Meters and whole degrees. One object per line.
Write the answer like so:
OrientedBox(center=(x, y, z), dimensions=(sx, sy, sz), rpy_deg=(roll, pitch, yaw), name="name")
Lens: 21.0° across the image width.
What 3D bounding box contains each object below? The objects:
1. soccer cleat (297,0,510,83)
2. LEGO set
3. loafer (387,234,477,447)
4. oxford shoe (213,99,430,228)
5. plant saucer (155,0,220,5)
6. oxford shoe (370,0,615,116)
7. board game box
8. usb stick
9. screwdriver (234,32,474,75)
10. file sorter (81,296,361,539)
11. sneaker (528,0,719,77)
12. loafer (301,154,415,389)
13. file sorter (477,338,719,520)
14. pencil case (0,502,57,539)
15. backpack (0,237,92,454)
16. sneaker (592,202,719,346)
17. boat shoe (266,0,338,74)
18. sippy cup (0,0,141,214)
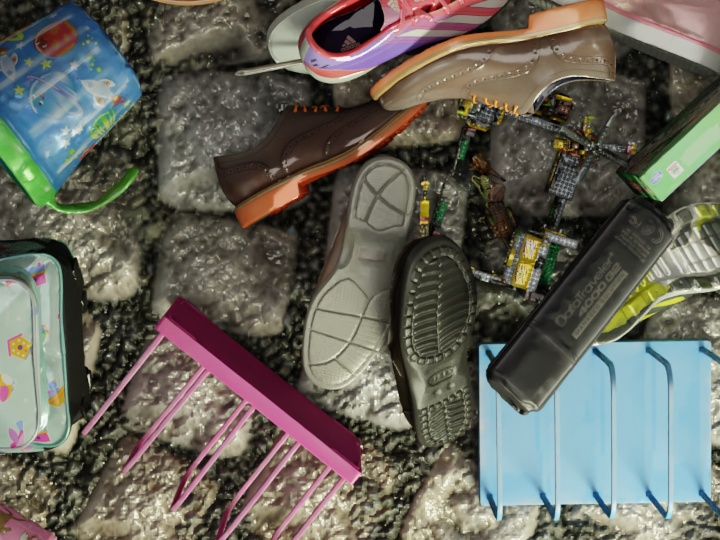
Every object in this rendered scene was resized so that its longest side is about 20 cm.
OrientedBox(center=(0.043, -0.209, 1.523), dimensions=(0.199, 0.073, 0.069), rpy_deg=(-25, 84, 1), name="soccer cleat")
OrientedBox(center=(0.123, -0.058, 1.588), dimensions=(0.153, 0.116, 0.201), rpy_deg=(25, 94, -3), name="LEGO set")
OrientedBox(center=(0.047, 0.052, 1.586), dimensions=(0.073, 0.071, 0.201), rpy_deg=(-18, 127, -24), name="loafer")
OrientedBox(center=(-0.030, -0.114, 1.607), dimensions=(0.199, 0.071, 0.073), rpy_deg=(-31, 89, 2), name="oxford shoe")
OrientedBox(center=(-0.143, -0.320, 1.605), dimensions=(0.199, 0.032, 0.202), rpy_deg=(0, 94, -1), name="plant saucer")
OrientedBox(center=(0.106, -0.154, 1.543), dimensions=(0.199, 0.071, 0.073), rpy_deg=(-16, 89, 13), name="oxford shoe")
OrientedBox(center=(0.299, -0.136, 1.577), dimensions=(0.200, 0.135, 0.029), rpy_deg=(-42, 94, 3), name="board game box")
OrientedBox(center=(0.175, 0.027, 1.541), dimensions=(0.055, 0.033, 0.200), rpy_deg=(41, 76, -3), name="usb stick")
OrientedBox(center=(-0.005, -0.180, 1.575), dimensions=(0.199, 0.029, 0.028), rpy_deg=(-9, 127, -3), name="screwdriver")
OrientedBox(center=(-0.114, 0.138, 1.591), dimensions=(0.200, 0.139, 0.126), rpy_deg=(39, 95, -4), name="file sorter")
OrientedBox(center=(0.224, -0.242, 1.598), dimensions=(0.199, 0.075, 0.105), rpy_deg=(21, 93, -6), name="sneaker")
OrientedBox(center=(0.000, 0.000, 1.624), dimensions=(0.071, 0.063, 0.201), rpy_deg=(16, 98, -8), name="loafer")
OrientedBox(center=(0.201, 0.135, 1.604), dimensions=(0.199, 0.123, 0.140), rpy_deg=(-1, 95, -1), name="file sorter")
OrientedBox(center=(-0.355, 0.207, 1.619), dimensions=(0.199, 0.083, 0.087), rpy_deg=(31, 111, -3), name="pencil case")
OrientedBox(center=(-0.333, 0.066, 1.578), dimensions=(0.199, 0.153, 0.177), rpy_deg=(-1, 100, 7), name="backpack")
OrientedBox(center=(0.238, 0.002, 1.621), dimensions=(0.199, 0.085, 0.075), rpy_deg=(-24, 89, -18), name="sneaker")
OrientedBox(center=(0.015, -0.221, 1.602), dimensions=(0.199, 0.064, 0.071), rpy_deg=(-19, 127, -4), name="boat shoe")
OrientedBox(center=(-0.254, -0.144, 1.576), dimensions=(0.130, 0.178, 0.140), rpy_deg=(-38, 50, -8), name="sippy cup")
